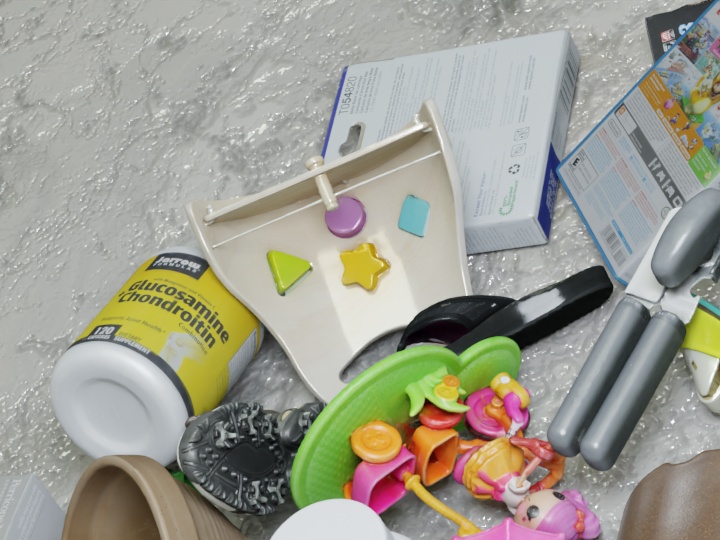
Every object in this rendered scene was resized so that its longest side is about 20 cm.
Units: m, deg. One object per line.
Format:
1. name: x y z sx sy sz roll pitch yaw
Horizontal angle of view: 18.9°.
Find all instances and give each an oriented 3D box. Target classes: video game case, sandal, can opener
1. video game case: 0.233 -0.101 1.563 0.200 0.018 0.143 -47 34 19
2. sandal: 0.084 0.040 1.539 0.200 0.075 0.048 -25 72 -13
3. can opener: 0.184 0.035 1.426 0.052 0.066 0.201 20 74 35

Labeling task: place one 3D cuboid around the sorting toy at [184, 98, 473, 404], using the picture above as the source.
1. sorting toy: 0.000 0.000 1.596 0.199 0.107 0.181 -22 80 7

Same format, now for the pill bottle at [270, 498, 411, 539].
1. pill bottle: 0.014 0.229 1.325 0.108 0.200 0.109 -15 46 16

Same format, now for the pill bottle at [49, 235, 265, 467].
1. pill bottle: -0.139 0.052 1.609 0.111 0.113 0.200 -2 31 27

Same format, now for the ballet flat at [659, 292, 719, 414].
1. ballet flat: 0.264 0.072 1.436 0.200 0.067 0.067 27 84 40

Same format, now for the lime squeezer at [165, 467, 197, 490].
1. lime squeezer: -0.120 0.143 1.605 0.199 0.038 0.070 15 27 37

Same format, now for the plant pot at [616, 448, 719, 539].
1. plant pot: 0.212 0.224 1.242 0.199 0.201 0.199 -8 40 22

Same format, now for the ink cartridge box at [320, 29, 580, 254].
1. ink cartridge box: 0.065 -0.095 1.705 0.199 0.041 0.200 -6 50 25

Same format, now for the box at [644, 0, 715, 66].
1. box: 0.322 -0.138 1.600 0.197 0.050 0.201 -18 46 14

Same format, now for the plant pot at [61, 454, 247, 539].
1. plant pot: -0.126 0.223 1.454 0.092 0.202 0.201 -1 33 -30

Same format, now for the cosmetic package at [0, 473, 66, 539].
1. cosmetic package: -0.320 0.218 1.600 0.199 0.090 0.107 -9 45 26

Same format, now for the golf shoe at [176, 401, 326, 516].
1. golf shoe: -0.090 0.130 1.475 0.094 0.200 0.078 -7 83 22

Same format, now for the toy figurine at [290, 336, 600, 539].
1. toy figurine: 0.086 0.154 1.436 0.199 0.151 0.184 -25 52 -30
